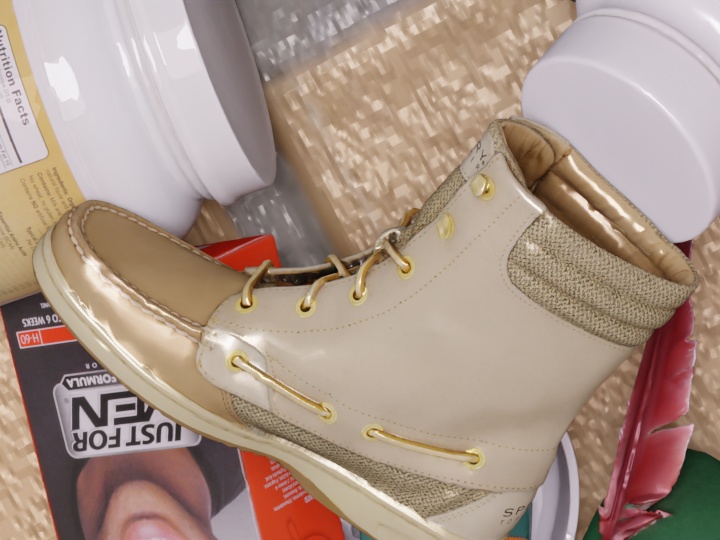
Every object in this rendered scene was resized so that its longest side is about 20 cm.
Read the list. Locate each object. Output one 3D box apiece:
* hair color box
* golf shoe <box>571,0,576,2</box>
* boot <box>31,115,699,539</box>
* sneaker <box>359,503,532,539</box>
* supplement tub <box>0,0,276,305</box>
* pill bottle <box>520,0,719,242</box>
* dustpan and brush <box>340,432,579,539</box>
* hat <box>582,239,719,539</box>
[{"bbox_3d":[-0.066,0.094,1.056,0.101,0.061,0.201,-9,100,31],"label":"hair color box"},{"bbox_3d":[0.102,-0.200,0.992,0.072,0.092,0.201,6,99,5],"label":"golf shoe"},{"bbox_3d":[0.000,0.000,0.919,0.200,0.073,0.156,34,120,-3],"label":"boot"},{"bbox_3d":[0.036,0.132,1.017,0.071,0.080,0.201,-6,112,2],"label":"sneaker"},{"bbox_3d":[-0.145,-0.059,1.010,0.199,0.144,0.145,-18,97,7],"label":"supplement tub"},{"bbox_3d":[0.147,-0.105,0.948,0.112,0.112,0.200,46,64,-4],"label":"pill bottle"},{"bbox_3d":[0.051,0.062,1.055,0.139,0.057,0.200,40,101,-2],"label":"dustpan and brush"},{"bbox_3d":[0.102,0.089,1.043,0.200,0.166,0.176,-35,71,9],"label":"hat"}]
